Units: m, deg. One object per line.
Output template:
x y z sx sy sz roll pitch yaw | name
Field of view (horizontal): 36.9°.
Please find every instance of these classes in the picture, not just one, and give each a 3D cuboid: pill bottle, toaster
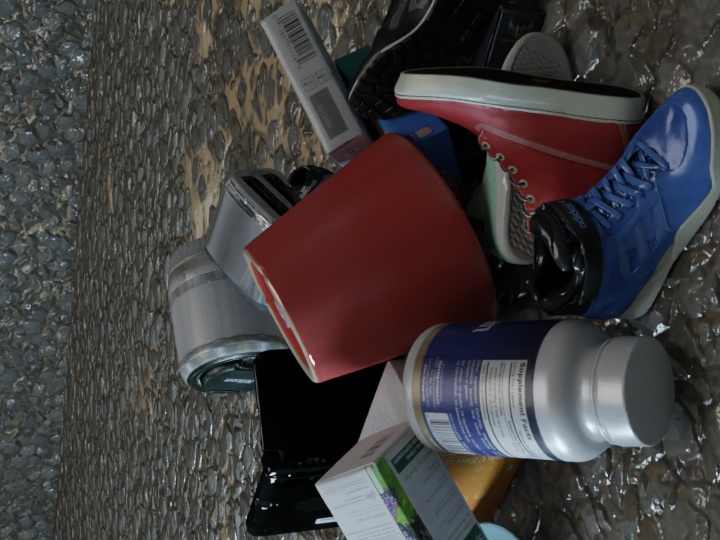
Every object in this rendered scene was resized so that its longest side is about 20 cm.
0.141 0.095 0.864 0.199 0.111 0.112 -4 87 41 | pill bottle
-0.128 -0.049 1.451 0.200 0.113 0.130 44 128 35 | toaster

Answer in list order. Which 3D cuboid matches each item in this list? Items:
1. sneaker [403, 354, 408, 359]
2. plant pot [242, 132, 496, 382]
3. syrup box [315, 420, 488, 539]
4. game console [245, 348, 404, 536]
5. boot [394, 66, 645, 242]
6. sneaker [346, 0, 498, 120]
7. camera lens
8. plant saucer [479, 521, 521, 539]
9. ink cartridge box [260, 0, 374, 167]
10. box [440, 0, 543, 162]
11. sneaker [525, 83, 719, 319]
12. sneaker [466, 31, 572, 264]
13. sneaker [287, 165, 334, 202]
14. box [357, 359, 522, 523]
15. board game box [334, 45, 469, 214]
0.054 0.029 1.159 0.104 0.060 0.201 156 102 -78 | sneaker
0.000 0.000 1.001 0.201 0.177 0.201 59 171 15 | plant pot
0.055 0.240 0.935 0.081 0.079 0.201 -28 95 40 | syrup box
-0.027 0.183 1.170 0.117 0.199 0.176 -115 34 -42 | game console
0.118 -0.087 0.878 0.072 0.199 0.145 -57 -23 -67 | boot
0.057 -0.230 0.996 0.200 0.076 0.088 -47 39 23 | sneaker
-0.192 0.068 1.562 0.160 0.159 0.201 128 134 -53 | camera lens
0.145 0.334 1.000 0.201 0.038 0.202 178 90 -65 | plant saucer
-0.026 -0.180 1.151 0.161 0.047 0.200 63 -170 12 | ink cartridge box
0.092 -0.222 1.072 0.200 0.051 0.158 56 139 47 | box
0.189 -0.046 0.803 0.077 0.111 0.201 -119 37 -44 | sneaker
0.131 -0.108 0.972 0.118 0.073 0.202 -172 88 -74 | sneaker
-0.040 -0.090 1.240 0.076 0.088 0.200 -47 7 2 | sneaker
0.070 0.188 1.051 0.098 0.124 0.201 -119 37 -44 | box
0.046 -0.122 1.104 0.200 0.045 0.153 55 169 49 | board game box
